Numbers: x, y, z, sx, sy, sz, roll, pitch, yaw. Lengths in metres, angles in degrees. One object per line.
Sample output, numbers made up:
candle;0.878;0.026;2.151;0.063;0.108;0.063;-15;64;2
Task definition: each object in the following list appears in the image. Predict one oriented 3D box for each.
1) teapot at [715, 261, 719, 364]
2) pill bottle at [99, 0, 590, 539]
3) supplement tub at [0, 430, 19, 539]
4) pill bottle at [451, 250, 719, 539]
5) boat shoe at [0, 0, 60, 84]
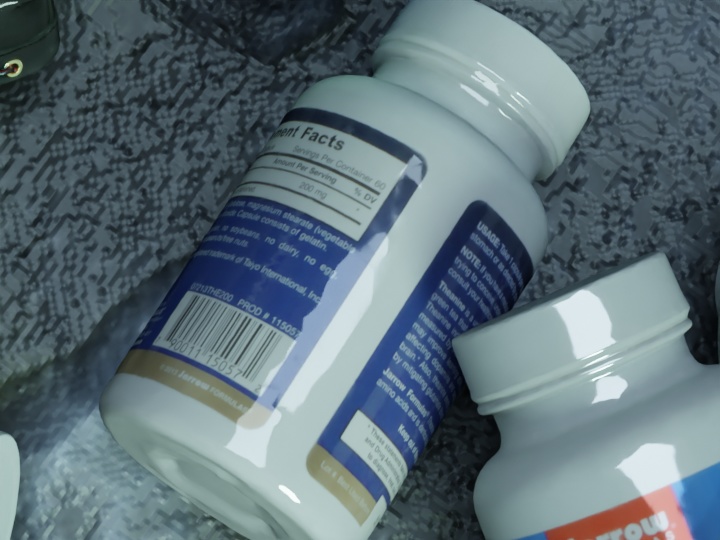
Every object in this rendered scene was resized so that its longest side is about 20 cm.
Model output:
teapot;0.208;0.002;1.093;0.199;0.198;0.146;-11;42;-33
pill bottle;0.000;0.000;1.071;0.111;0.111;0.200;34;75;-3
supplement tub;-0.223;0.078;0.930;0.199;0.144;0.145;18;76;8
pill bottle;0.105;0.101;1.012;0.112;0.112;0.201;-23;90;-14
boat shoe;-0.210;-0.083;1.067;0.200;0.063;0.074;-11;37;0
